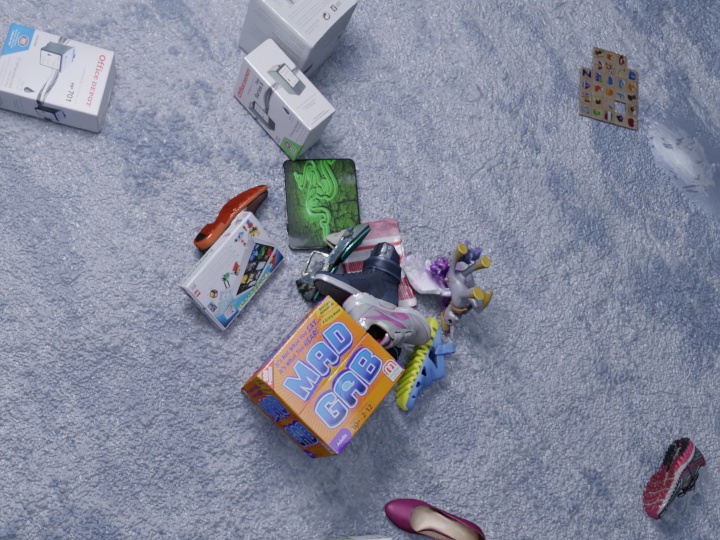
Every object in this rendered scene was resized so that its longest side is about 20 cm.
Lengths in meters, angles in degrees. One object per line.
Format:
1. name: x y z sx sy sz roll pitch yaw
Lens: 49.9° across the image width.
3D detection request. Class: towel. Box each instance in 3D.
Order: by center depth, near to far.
1. towel: 0.034 -0.006 1.642 0.142 0.023 0.203 -10 79 -18

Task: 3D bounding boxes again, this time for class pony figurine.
1. pony figurine: 0.194 0.024 1.605 0.164 0.200 0.196 -6 65 -23

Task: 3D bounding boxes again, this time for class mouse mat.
1. mouse mat: -0.081 -0.143 1.637 0.158 0.008 0.203 -3 73 -10

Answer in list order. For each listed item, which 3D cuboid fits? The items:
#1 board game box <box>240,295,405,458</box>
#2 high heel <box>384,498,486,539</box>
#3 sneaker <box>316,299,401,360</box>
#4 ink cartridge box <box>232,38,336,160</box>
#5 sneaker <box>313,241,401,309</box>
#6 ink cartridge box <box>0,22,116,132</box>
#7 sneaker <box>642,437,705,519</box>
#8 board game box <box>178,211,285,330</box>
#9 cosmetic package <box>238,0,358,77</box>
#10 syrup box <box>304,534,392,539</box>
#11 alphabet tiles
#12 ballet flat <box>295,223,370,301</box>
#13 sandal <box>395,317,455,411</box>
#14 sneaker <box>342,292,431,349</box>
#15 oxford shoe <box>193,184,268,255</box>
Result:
1. board game box: -0.075 0.206 1.454 0.200 0.200 0.200 44 67 -3
2. high heel: 0.147 0.488 1.505 0.197 0.096 0.068 18 71 -12
3. sneaker: -0.003 0.125 1.578 0.200 0.070 0.078 45 45 5
4. ink cartridge box: -0.162 -0.351 1.603 0.200 0.145 0.084 47 64 0
5. sneaker: 0.000 0.001 1.557 0.200 0.076 0.148 24 66 -32
6. ink cartridge box: -0.593 -0.374 1.512 0.197 0.086 0.149 12 72 -12
7. sneaker: 0.691 0.461 1.689 0.075 0.081 0.200 45 68 -4
8. board game box: -0.248 0.000 1.515 0.201 0.034 0.127 -52 125 -22
9. cosmetic package: -0.135 -0.520 1.629 0.165 0.200 0.165 41 68 -2
10. syrup box: -0.041 0.542 1.442 0.197 0.079 0.083 0 76 -17
11. alphabet tiles: 0.628 -0.464 1.954 0.165 0.008 0.203 11 72 -14
12. ballet flat: -0.061 -0.032 1.580 0.074 0.074 0.201 39 81 -4
13. sandal: 0.138 0.200 1.592 0.086 0.079 0.202 31 70 -11
14. sneaker: 0.054 0.118 1.512 0.198 0.082 0.089 18 44 -25
15. oxford shoe: -0.250 -0.096 1.565 0.200 0.071 0.073 -48 121 -25
